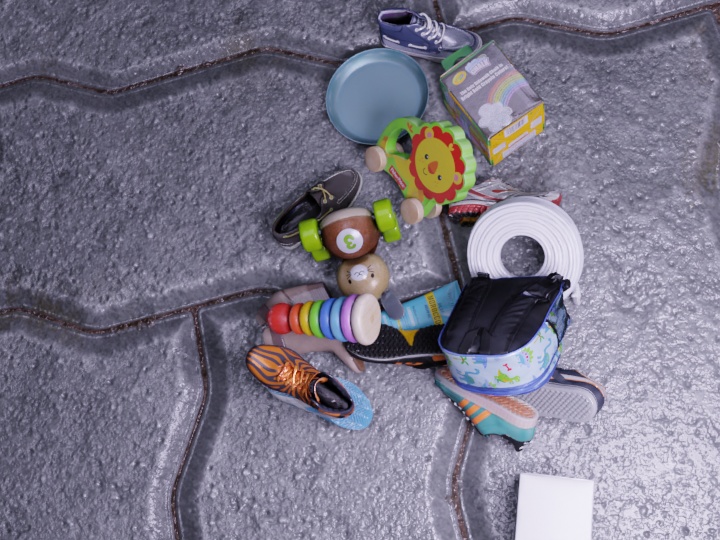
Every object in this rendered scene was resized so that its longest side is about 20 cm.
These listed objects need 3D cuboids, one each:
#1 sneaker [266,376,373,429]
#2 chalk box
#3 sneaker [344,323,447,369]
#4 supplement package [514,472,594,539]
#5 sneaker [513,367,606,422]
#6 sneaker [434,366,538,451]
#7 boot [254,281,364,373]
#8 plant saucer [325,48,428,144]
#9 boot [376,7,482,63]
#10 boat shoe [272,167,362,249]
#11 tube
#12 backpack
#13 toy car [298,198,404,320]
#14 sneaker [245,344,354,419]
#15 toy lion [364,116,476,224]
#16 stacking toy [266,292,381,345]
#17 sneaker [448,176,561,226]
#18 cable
[{"bbox_3d":[-0.071,0.214,1.558,0.199,0.081,0.077,26,78,-3],"label":"sneaker"},{"bbox_3d":[0.226,-0.316,1.629,0.124,0.124,0.201,-34,70,1],"label":"chalk box"},{"bbox_3d":[0.074,0.141,1.538,0.198,0.090,0.070,-2,54,6],"label":"sneaker"},{"bbox_3d":[0.297,0.424,1.399,0.116,0.117,0.202,4,75,12],"label":"supplement package"},{"bbox_3d":[0.309,0.199,1.490,0.199,0.079,0.079,13,111,37],"label":"sneaker"},{"bbox_3d":[0.199,0.232,1.498,0.199,0.071,0.080,28,119,35],"label":"sneaker"},{"bbox_3d":[-0.096,0.120,1.598,0.146,0.070,0.201,-29,72,9],"label":"boot"},{"bbox_3d":[0.033,-0.328,1.720,0.199,0.027,0.202,-3,74,11],"label":"plant saucer"},{"bbox_3d":[0.129,-0.446,1.701,0.198,0.090,0.073,7,75,13],"label":"boot"},{"bbox_3d":[-0.079,-0.120,1.661,0.201,0.061,0.072,-43,71,-3],"label":"boat shoe"},{"bbox_3d":[0.088,0.084,1.581,0.199,0.050,0.078,-18,79,1],"label":"tube"},{"bbox_3d":[0.230,0.113,1.429,0.182,0.148,0.200,0,34,34],"label":"backpack"},{"bbox_3d":[0.000,0.000,1.566,0.163,0.158,0.201,-15,77,6],"label":"toy car"},{"bbox_3d":[-0.093,0.174,1.463,0.199,0.112,0.078,26,77,-3],"label":"sneaker"},{"bbox_3d":[0.113,-0.193,1.581,0.068,0.192,0.201,-17,64,-39],"label":"toy lion"},{"bbox_3d":[-0.069,0.080,1.522,0.199,0.085,0.086,0,73,28],"label":"stacking toy"},{"bbox_3d":[0.254,-0.131,1.592,0.198,0.078,0.083,0,69,9],"label":"sneaker"},{"bbox_3d":[0.275,-0.024,1.524,0.199,0.069,0.202,4,104,19],"label":"cable"}]
